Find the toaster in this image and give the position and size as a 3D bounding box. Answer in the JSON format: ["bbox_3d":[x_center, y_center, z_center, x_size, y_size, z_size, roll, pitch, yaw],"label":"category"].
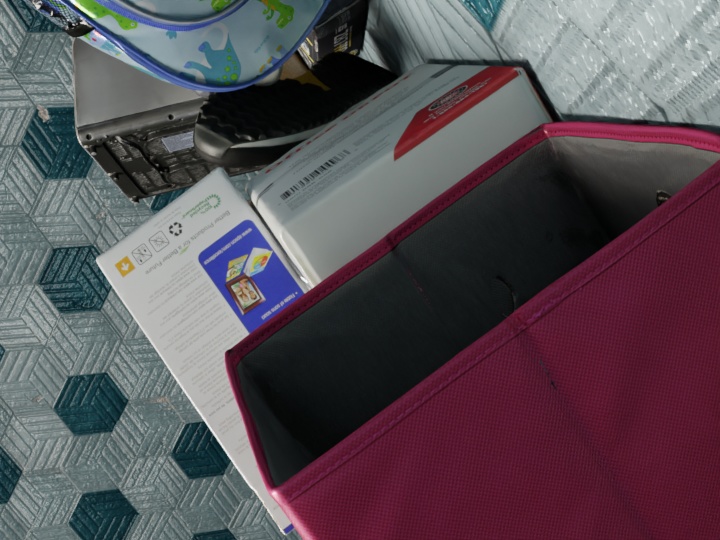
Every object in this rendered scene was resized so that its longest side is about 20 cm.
[{"bbox_3d":[-0.160,-0.158,1.098,0.181,0.198,0.120,69,-171,-75],"label":"toaster"}]

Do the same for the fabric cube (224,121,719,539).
[{"bbox_3d":[0.083,0.077,0.485,0.200,0.199,0.196,55,176,-13],"label":"fabric cube"}]

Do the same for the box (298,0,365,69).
[{"bbox_3d":[-0.070,-0.250,0.868,0.201,0.049,0.161,56,178,3],"label":"box"}]

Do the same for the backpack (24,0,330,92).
[{"bbox_3d":[-0.102,-0.198,0.626,0.199,0.184,0.147,35,180,-27],"label":"backpack"}]

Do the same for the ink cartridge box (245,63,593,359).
[{"bbox_3d":[0.021,-0.045,0.658,0.084,0.144,0.200,57,177,-15],"label":"ink cartridge box"}]

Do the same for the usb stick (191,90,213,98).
[{"bbox_3d":[-0.122,-0.210,0.861,0.056,0.032,0.201,50,154,26],"label":"usb stick"}]

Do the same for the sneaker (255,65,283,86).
[{"bbox_3d":[-0.112,-0.212,0.740,0.077,0.110,0.202,-126,27,-70],"label":"sneaker"}]

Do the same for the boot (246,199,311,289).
[{"bbox_3d":[0.000,0.000,0.869,0.200,0.090,0.073,44,-162,-4],"label":"boot"}]

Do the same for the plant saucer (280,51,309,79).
[{"bbox_3d":[-0.066,-0.198,0.999,0.200,0.035,0.201,48,-161,-22],"label":"plant saucer"}]

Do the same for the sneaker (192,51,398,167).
[{"bbox_3d":[-0.044,-0.088,0.817,0.070,0.200,0.091,29,124,21],"label":"sneaker"}]

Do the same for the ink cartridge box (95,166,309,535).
[{"bbox_3d":[-0.063,0.046,0.692,0.201,0.094,0.037,54,178,12],"label":"ink cartridge box"}]
